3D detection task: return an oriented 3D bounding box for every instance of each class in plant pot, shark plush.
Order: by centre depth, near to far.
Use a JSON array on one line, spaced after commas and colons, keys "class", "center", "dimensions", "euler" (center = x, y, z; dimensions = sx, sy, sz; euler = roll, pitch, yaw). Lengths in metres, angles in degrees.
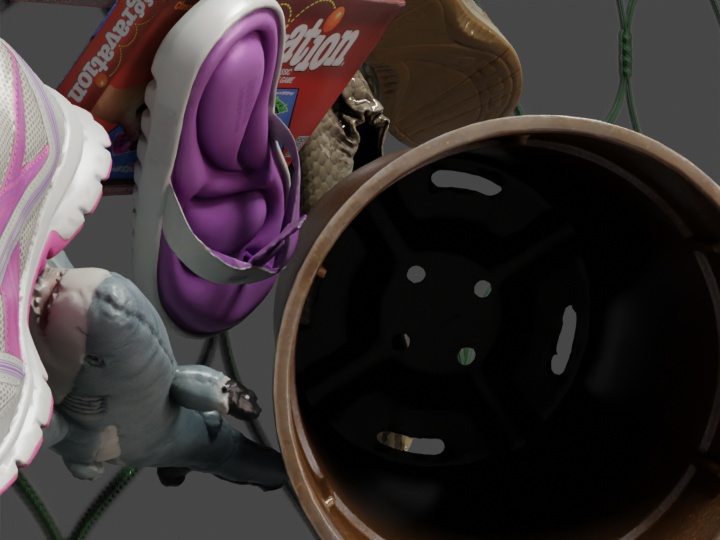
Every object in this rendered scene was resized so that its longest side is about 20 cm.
[{"class": "shark plush", "center": [-0.077, 0.054, 0.976], "dimensions": [0.200, 0.083, 0.091], "euler": [56, 38, -47]}, {"class": "plant pot", "center": [0.052, 0.030, 1.083], "dimensions": [0.198, 0.200, 0.201], "euler": [-141, -137, -79]}]

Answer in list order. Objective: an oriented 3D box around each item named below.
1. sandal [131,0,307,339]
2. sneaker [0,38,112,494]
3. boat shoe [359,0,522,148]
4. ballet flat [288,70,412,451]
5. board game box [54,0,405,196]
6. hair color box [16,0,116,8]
[{"class": "sandal", "center": [-0.048, -0.027, 1.020], "dimensions": [0.082, 0.050, 0.203], "euler": [-43, 156, -22]}, {"class": "sneaker", "center": [-0.146, 0.000, 0.855], "dimensions": [0.088, 0.081, 0.200], "euler": [54, 33, -42]}, {"class": "boat shoe", "center": [0.022, -0.121, 1.236], "dimensions": [0.069, 0.074, 0.200], "euler": [67, 6, 26]}, {"class": "ballet flat", "center": [0.000, 0.000, 1.196], "dimensions": [0.067, 0.046, 0.200], "euler": [-25, 108, -63]}, {"class": "board game box", "center": [-0.056, -0.074, 1.043], "dimensions": [0.103, 0.019, 0.200], "euler": [-54, 162, 17]}, {"class": "hair color box", "center": [-0.075, -0.159, 1.041], "dimensions": [0.200, 0.064, 0.111], "euler": [-6, 93, -67]}]
